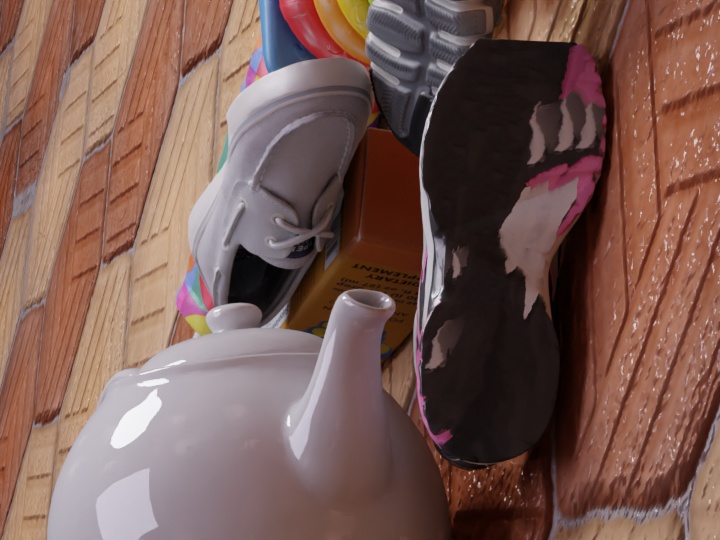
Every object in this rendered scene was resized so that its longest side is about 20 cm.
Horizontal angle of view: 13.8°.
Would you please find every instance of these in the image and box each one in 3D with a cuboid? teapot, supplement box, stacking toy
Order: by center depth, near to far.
[{"bbox_3d":[-0.055,0.089,1.358,0.197,0.200,0.146,34,-132,-73],"label":"teapot"},{"bbox_3d":[0.034,-0.152,1.485,0.200,0.110,0.116,-178,85,-65],"label":"stacking toy"},{"bbox_3d":[0.000,0.000,1.524,0.200,0.066,0.069,130,147,-63],"label":"supplement box"}]

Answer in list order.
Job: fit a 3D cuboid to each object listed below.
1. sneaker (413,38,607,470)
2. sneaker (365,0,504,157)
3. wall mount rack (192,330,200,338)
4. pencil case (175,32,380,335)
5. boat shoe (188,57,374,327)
[{"bbox_3d":[0.054,-0.006,1.303,0.086,0.080,0.200,111,173,-72],"label":"sneaker"},{"bbox_3d":[0.067,-0.149,1.356,0.075,0.115,0.200,35,136,40],"label":"sneaker"},{"bbox_3d":[-0.108,0.136,1.738,0.174,0.074,0.200,69,152,23],"label":"wall mount rack"},{"bbox_3d":[-0.043,-0.048,1.702,0.088,0.088,0.200,-107,33,-63],"label":"pencil case"},{"bbox_3d":[-0.039,-0.032,1.443,0.200,0.072,0.069,-50,49,54],"label":"boat shoe"}]
